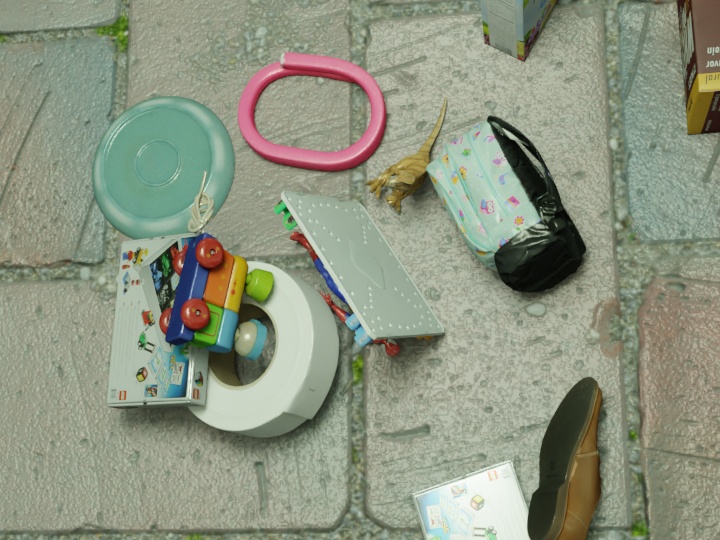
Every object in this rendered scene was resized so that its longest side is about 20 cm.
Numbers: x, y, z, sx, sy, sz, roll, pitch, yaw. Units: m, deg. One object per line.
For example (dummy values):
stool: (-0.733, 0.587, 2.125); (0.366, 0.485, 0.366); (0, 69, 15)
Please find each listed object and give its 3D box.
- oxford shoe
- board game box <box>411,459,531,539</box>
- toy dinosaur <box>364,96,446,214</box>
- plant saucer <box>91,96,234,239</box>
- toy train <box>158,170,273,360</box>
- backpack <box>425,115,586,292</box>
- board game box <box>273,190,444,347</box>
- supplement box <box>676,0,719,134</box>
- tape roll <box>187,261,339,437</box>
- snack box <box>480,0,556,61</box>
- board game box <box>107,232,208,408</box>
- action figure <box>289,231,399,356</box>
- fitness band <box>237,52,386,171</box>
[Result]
oxford shoe: (0.249, 0.224, 1.363); (0.070, 0.071, 0.203); (24, 72, -20)
board game box: (0.147, 0.335, 1.357); (0.124, 0.035, 0.203); (-18, 74, 4)
toy dinosaur: (0.067, -0.126, 1.464); (0.106, 0.201, 0.060); (-36, 105, 30)
plant saucer: (-0.263, -0.138, 1.552); (0.196, 0.027, 0.204); (-3, 75, 9)
toy train: (-0.149, -0.003, 1.358); (0.114, 0.084, 0.203); (21, 70, -26)
backpack: (0.168, -0.081, 1.401); (0.125, 0.167, 0.202); (-30, 67, 6)
board game box: (0.000, 0.000, 1.387); (0.026, 0.199, 0.201); (-40, 72, 21)
supplement box: (0.483, -0.286, 1.406); (0.193, 0.133, 0.204); (-3, 75, 9)
tape roll: (-0.126, 0.096, 1.419); (0.199, 0.071, 0.206); (-7, 73, 25)
snack box: (0.210, -0.376, 1.441); (0.067, 0.200, 0.171); (26, 82, 15)
board game box: (-0.237, 0.061, 1.417); (0.124, 0.034, 0.204); (-5, 74, 28)
action figure: (-0.013, 0.022, 1.456); (0.065, 0.052, 0.201); (-38, 76, 7)
fitness band: (-0.063, -0.204, 1.529); (0.196, 0.037, 0.146); (9, 78, 13)
